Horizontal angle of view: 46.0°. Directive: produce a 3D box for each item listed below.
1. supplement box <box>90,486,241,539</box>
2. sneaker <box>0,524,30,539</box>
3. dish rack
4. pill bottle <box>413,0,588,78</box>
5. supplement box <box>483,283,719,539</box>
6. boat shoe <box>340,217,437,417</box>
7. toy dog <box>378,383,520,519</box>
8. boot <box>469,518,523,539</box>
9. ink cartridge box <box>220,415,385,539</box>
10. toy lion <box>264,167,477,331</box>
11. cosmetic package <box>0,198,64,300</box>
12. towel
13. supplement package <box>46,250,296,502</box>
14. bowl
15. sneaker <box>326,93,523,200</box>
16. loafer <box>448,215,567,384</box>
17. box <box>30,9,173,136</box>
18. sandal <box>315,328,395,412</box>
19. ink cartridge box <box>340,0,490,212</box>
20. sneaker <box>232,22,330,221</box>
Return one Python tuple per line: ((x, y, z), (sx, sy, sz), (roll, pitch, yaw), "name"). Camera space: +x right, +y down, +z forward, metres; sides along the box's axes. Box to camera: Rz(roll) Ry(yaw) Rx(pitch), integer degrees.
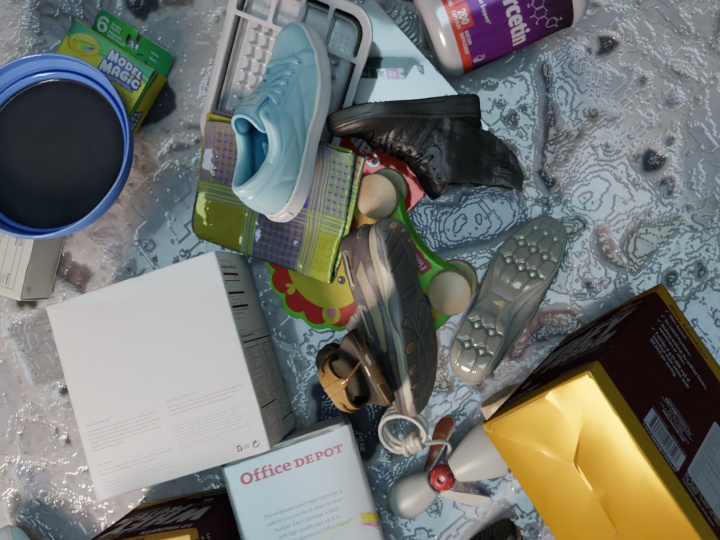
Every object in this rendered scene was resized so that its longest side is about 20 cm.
((-0.187, 0.351, 0.871), (0.130, 0.200, 0.202), (-12, 88, 6), "supplement box")
((-0.333, 0.359, 0.965), (0.081, 0.074, 0.201), (-36, 79, -25), "sneaker")
((-0.078, -0.205, 0.917), (0.169, 0.043, 0.204), (24, 109, 14), "dish rack")
((0.159, -0.290, 0.884), (0.197, 0.112, 0.114), (-23, 87, 6), "pill bottle")
((0.258, 0.158, 0.800), (0.132, 0.199, 0.199), (-38, 85, 42), "supplement box")
((0.027, 0.048, 0.864), (0.072, 0.074, 0.205), (-5, 100, 34), "boat shoe")
((0.124, 0.192, 0.907), (0.196, 0.096, 0.135), (-11, 91, 21), "toy dog")
((0.140, 0.377, 0.904), (0.138, 0.077, 0.201), (39, 107, 2), "boot")
((-0.052, 0.273, 0.902), (0.142, 0.087, 0.204), (-17, 90, -6), "ink cartridge box")
((0.000, 0.000, 0.918), (0.191, 0.069, 0.201), (-39, 92, 20), "toy lion")
((-0.448, -0.041, 0.970), (0.196, 0.073, 0.106), (16, 90, 6), "cosmetic package")
((-0.096, -0.080, 0.901), (0.197, 0.023, 0.147), (20, 104, 25), "towel")
((-0.193, 0.106, 0.901), (0.187, 0.147, 0.204), (-17, 87, 5), "supplement package")
((-0.339, -0.132, 0.916), (0.196, 0.039, 0.206), (-1, 80, 4), "bowl")
((0.067, -0.121, 0.869), (0.195, 0.060, 0.107), (-8, 94, -11), "sneaker")
((0.157, 0.031, 0.906), (0.069, 0.070, 0.201), (32, 76, 18), "loafer")
((-0.308, -0.190, 0.970), (0.116, 0.048, 0.202), (31, 91, 6), "box")
((-0.018, 0.107, 0.856), (0.054, 0.200, 0.083), (-32, 95, -18), "sandal")
((0.016, -0.165, 0.934), (0.173, 0.044, 0.201), (-42, 85, 3), "ink cartridge box")
((-0.082, -0.156, 0.820), (0.073, 0.081, 0.205), (-6, 73, 36), "sneaker")
